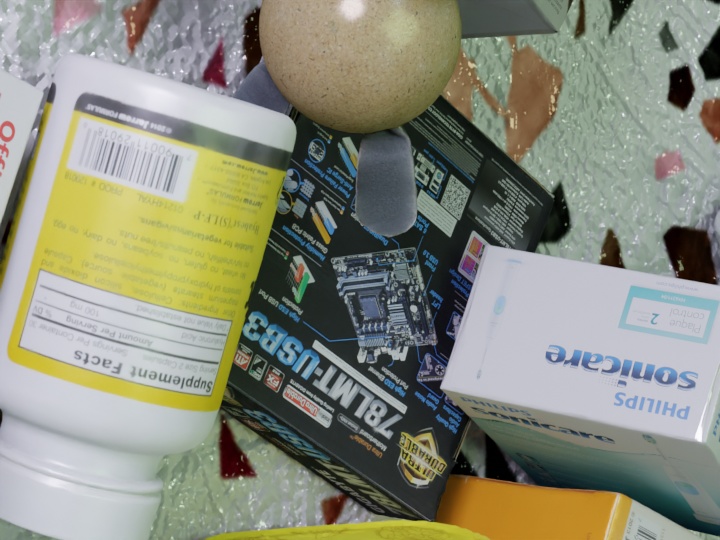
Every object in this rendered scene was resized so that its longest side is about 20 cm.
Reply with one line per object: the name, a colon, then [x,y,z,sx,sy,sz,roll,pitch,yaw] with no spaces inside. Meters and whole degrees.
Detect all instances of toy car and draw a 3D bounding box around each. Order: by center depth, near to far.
toy car: [0.010,-0.121,0.944,0.158,0.164,0.201,-31,145,-62]

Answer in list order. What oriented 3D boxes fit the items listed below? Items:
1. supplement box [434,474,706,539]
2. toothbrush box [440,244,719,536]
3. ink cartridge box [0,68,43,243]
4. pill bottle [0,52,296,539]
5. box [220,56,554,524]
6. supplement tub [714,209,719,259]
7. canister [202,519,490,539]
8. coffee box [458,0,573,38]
supplement box: [0.145,0.182,1.158,0.200,0.126,0.074,31,69,-41]
toothbrush box: [0.149,0.071,1.103,0.200,0.146,0.086,43,61,-58]
ink cartridge box: [-0.207,-0.045,0.842,0.200,0.068,0.116,28,73,-42]
pill bottle: [-0.106,0.014,0.906,0.111,0.111,0.201,14,94,-44]
box: [0.000,0.000,1.060,0.200,0.050,0.199,37,68,-40]
supplement tub: [0.308,0.045,1.306,0.132,0.131,0.201,-32,114,-38]
canister: [-0.010,0.233,1.023,0.148,0.086,0.201,0,94,-27]
coffee box: [0.081,-0.224,1.085,0.080,0.113,0.201,43,64,-37]
